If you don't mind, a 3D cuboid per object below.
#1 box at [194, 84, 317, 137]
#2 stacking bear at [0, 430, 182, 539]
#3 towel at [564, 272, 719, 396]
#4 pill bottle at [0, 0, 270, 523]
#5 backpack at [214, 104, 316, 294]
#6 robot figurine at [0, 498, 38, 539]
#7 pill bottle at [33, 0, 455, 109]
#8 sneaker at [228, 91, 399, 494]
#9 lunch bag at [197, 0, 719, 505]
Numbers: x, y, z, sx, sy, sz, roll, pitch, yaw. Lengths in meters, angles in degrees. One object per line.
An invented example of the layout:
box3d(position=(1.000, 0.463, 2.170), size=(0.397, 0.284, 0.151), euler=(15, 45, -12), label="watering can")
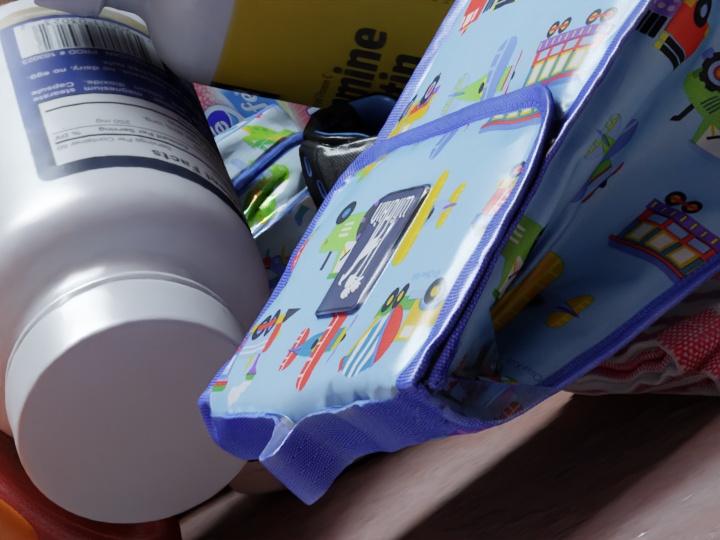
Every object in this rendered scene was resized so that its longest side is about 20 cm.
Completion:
box3d(position=(-0.014, -0.076, 1.213), size=(0.095, 0.200, 0.100), euler=(-27, 8, 32), label="box")
box3d(position=(-0.184, 0.122, 0.975), size=(0.200, 0.121, 0.114), euler=(-43, -15, 16), label="stacking bear")
box3d(position=(0.145, -0.026, 0.786), size=(0.200, 0.030, 0.146), euler=(-34, 6, -13), label="towel")
box3d(position=(-0.093, -0.004, 0.937), size=(0.111, 0.111, 0.200), euler=(-32, 36, 6), label="pill bottle")
box3d(position=(-0.070, 0.021, 1.120), size=(0.200, 0.154, 0.163), euler=(-11, 12, 38), label="backpack")
box3d(position=(-0.195, 0.136, 0.853), size=(0.200, 0.144, 0.117), euler=(-33, -14, 15), label="robot figurine")
box3d(position=(-0.010, -0.113, 0.950), size=(0.200, 0.112, 0.112), euler=(11, 1, -7), label="pill bottle")
box3d(position=(0.000, 0.000, 0.941), size=(0.200, 0.112, 0.073), euler=(-28, 7, 42), label="sneaker")
box3d(position=(0.042, -0.009, 0.754), size=(0.200, 0.094, 0.151), euler=(-49, 16, -22), label="lunch bag")
